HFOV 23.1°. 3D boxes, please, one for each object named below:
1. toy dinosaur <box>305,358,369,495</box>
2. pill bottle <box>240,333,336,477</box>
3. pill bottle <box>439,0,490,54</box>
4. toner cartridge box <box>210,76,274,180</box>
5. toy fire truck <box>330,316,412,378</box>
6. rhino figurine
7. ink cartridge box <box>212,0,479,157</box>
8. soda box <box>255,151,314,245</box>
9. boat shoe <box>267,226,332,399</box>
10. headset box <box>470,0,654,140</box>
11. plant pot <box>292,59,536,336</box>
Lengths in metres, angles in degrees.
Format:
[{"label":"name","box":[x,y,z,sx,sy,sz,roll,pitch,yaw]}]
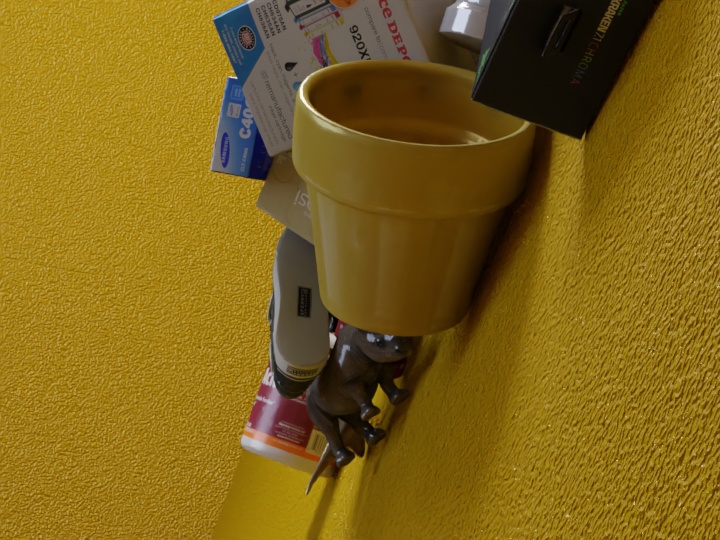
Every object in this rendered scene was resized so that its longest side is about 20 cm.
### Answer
[{"label":"toy dinosaur","box":[-0.017,0.148,1.793,0.200,0.058,0.101,-49,-58,-69]},{"label":"pill bottle","box":[-0.053,0.126,2.024,0.114,0.114,0.200,161,129,-83]},{"label":"pill bottle","box":[0.146,-0.285,1.542,0.116,0.116,0.200,-161,92,-85]},{"label":"toner cartridge box","box":[-0.086,-0.137,1.782,0.200,0.043,0.095,2,-81,-72]},{"label":"toy fire truck","box":[0.000,0.000,1.783,0.200,0.049,0.141,54,137,44]},{"label":"rhino figurine","box":[0.001,0.098,1.673,0.060,0.087,0.200,-19,-28,-34]},{"label":"ink cartridge box","box":[0.000,-0.216,1.646,0.200,0.147,0.145,-20,5,32]},{"label":"soda box","box":[-0.002,-0.046,1.703,0.064,0.200,0.068,-14,-48,-55]},{"label":"boat shoe","box":[-0.060,0.034,1.722,0.064,0.071,0.200,112,169,-48]},{"label":"headset box","box":[0.160,-0.221,1.294,0.200,0.093,0.174,-76,8,-47]},{"label":"plant pot","box":[0.039,-0.056,1.483,0.201,0.201,0.189,-81,-4,-64]}]
